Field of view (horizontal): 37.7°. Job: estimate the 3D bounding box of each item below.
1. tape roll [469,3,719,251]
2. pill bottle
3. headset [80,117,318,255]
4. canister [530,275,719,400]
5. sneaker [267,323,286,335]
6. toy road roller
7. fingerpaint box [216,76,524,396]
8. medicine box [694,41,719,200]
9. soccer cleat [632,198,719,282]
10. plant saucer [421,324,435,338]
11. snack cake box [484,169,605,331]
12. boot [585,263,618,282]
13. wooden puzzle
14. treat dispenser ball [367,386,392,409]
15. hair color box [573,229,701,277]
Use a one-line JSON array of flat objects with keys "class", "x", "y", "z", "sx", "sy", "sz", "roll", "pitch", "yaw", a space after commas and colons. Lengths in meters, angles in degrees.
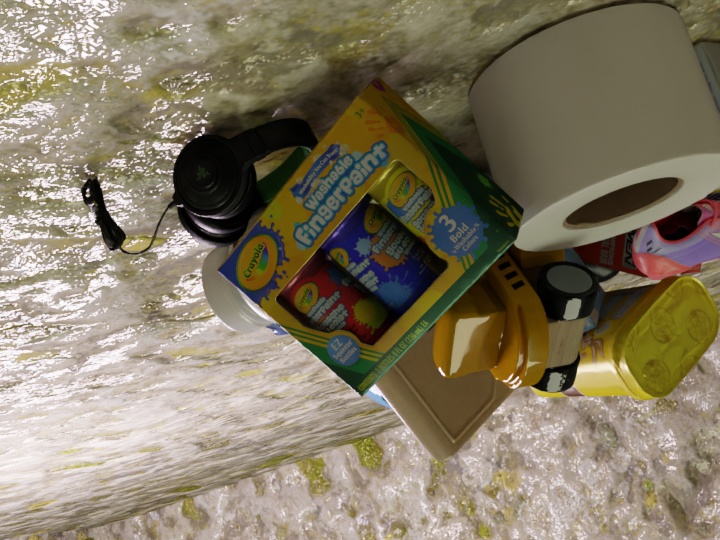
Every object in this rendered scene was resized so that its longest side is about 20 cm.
[{"class": "tape roll", "x": 0.207, "y": -0.119, "z": 0.921, "sx": 0.200, "sy": 0.141, "sz": 0.203, "roll": -16, "pitch": 165, "yaw": -4}, {"class": "pill bottle", "x": -0.059, "y": -0.016, "z": 1.053, "sx": 0.199, "sy": 0.116, "sz": 0.114, "roll": -26, "pitch": 162, "yaw": 33}, {"class": "headset", "x": -0.130, "y": -0.077, "z": 0.892, "sx": 0.198, "sy": 0.095, "sz": 0.124, "roll": -29, "pitch": 167, "yaw": -14}, {"class": "canister", "x": 0.288, "y": 0.081, "z": 1.205, "sx": 0.148, "sy": 0.087, "sz": 0.199, "roll": -42, "pitch": -168, "yaw": -25}, {"class": "sneaker", "x": -0.097, "y": 0.055, "z": 1.356, "sx": 0.078, "sy": 0.076, "sz": 0.199, "roll": -19, "pitch": 164, "yaw": 23}, {"class": "toy road roller", "x": 0.127, "y": 0.026, "z": 1.023, "sx": 0.144, "sy": 0.201, "sz": 0.124, "roll": -8, "pitch": 128, "yaw": -18}, {"class": "fingerpaint box", "x": 0.007, "y": -0.024, "z": 0.869, "sx": 0.200, "sy": 0.167, "sz": 0.073, "roll": -46, "pitch": -175, "yaw": 26}, {"class": "medicine box", "x": 0.351, "y": -0.137, "z": 1.081, "sx": 0.180, "sy": 0.104, "sz": 0.200, "roll": -6, "pitch": 161, "yaw": -33}, {"class": "soccer cleat", "x": 0.373, "y": -0.050, "z": 1.102, "sx": 0.198, "sy": 0.067, "sz": 0.077, "roll": -19, "pitch": 139, "yaw": -13}, {"class": "plant saucer", "x": 0.059, "y": -0.022, "z": 1.008, "sx": 0.032, "sy": 0.203, "sz": 0.200, "roll": 7, "pitch": 174, "yaw": 21}, {"class": "snack cake box", "x": 0.169, "y": -0.009, "z": 1.176, "sx": 0.114, "sy": 0.200, "sz": 0.067, "roll": -26, "pitch": -157, "yaw": 38}, {"class": "boot", "x": 0.258, "y": -0.005, "z": 1.320, "sx": 0.162, "sy": 0.067, "sz": 0.200, "roll": 5, "pitch": -172, "yaw": 6}, {"class": "wooden puzzle", "x": 0.109, "y": 0.096, "z": 1.264, "sx": 0.200, "sy": 0.186, "sz": 0.037, "roll": -42, "pitch": -165, "yaw": -13}, {"class": "treat dispenser ball", "x": 0.070, "y": 0.082, "z": 1.372, "sx": 0.198, "sy": 0.203, "sz": 0.201, "roll": -15, "pitch": 165, "yaw": -4}, {"class": "hair color box", "x": 0.287, "y": -0.044, "z": 1.234, "sx": 0.110, "sy": 0.065, "sz": 0.199, "roll": -4, "pitch": -167, "yaw": -38}]
